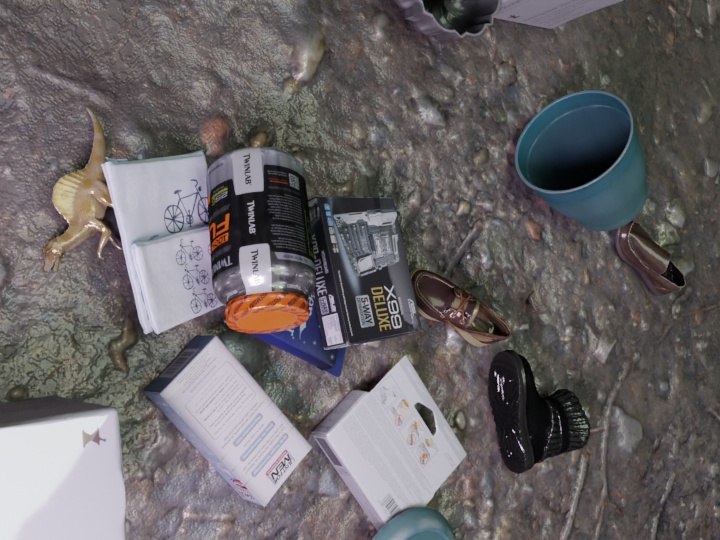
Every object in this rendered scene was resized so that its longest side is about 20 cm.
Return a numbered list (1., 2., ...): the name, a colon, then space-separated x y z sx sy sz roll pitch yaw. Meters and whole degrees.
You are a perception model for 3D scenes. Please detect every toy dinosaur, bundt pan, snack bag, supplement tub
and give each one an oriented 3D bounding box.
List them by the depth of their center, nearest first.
1. toy dinosaur: -0.298 -0.087 0.910 0.101 0.058 0.200 22 73 -32
2. snack bag: -0.213 -0.043 0.941 0.189 0.021 0.200 -24 104 -62
3. supplement tub: -0.118 -0.034 0.945 0.122 0.122 0.200 9 63 -35
4. bundt pan: 0.123 -0.451 1.241 0.202 0.076 0.202 4 83 -37

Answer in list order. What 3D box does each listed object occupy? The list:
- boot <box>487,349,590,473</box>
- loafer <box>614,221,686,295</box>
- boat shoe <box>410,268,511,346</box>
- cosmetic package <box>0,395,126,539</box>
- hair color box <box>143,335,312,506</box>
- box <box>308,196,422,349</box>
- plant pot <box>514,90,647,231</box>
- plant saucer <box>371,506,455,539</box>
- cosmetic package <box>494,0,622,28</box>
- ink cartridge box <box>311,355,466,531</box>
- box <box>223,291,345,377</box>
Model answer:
1. boot: 0.294 0.214 1.302 0.158 0.079 0.211 -15 106 -29
2. loafer: 0.563 -0.030 1.529 0.200 0.071 0.073 41 64 -26
3. boat shoe: 0.155 0.057 1.220 0.200 0.072 0.072 37 65 -28
4. cosmetic package: -0.339 0.217 0.764 0.165 0.200 0.165 -3 87 -36
5. hair color box: -0.161 0.185 0.985 0.099 0.061 0.200 -48 112 -29
6. box: 0.000 0.000 1.094 0.158 0.050 0.200 -4 80 -47
7. plant pot: 0.394 -0.169 1.355 0.188 0.200 0.200 39 64 -44
8. plant saucer: 0.070 0.435 1.123 0.200 0.027 0.200 -11 107 -39
9. cosmetic package: 0.308 -0.519 1.326 0.200 0.167 0.167 -4 88 -36
10. ink cartridge box: 0.046 0.250 1.141 0.174 0.044 0.200 -42 110 -32
11. box: -0.080 0.051 1.053 0.200 0.032 0.121 32 55 -35
